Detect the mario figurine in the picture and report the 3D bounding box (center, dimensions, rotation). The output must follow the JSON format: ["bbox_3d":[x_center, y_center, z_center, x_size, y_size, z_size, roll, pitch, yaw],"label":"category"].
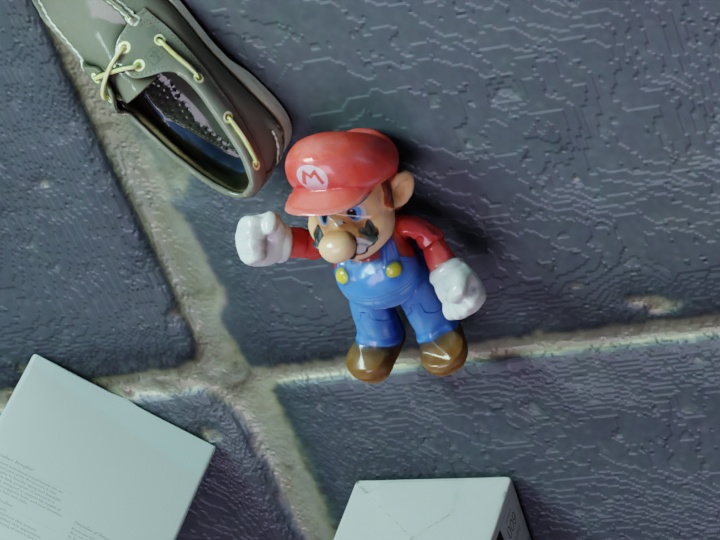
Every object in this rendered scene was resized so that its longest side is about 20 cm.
[{"bbox_3d":[0.000,0.000,1.603,0.123,0.106,0.201,-31,130,-8],"label":"mario figurine"}]

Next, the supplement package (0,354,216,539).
[{"bbox_3d":[-0.221,0.201,1.788,0.151,0.201,0.151,27,133,-4],"label":"supplement package"}]

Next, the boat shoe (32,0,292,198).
[{"bbox_3d":[-0.129,-0.125,1.580,0.201,0.060,0.072,40,130,-15],"label":"boat shoe"}]

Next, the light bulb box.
[{"bbox_3d":[0.052,0.283,1.763,0.124,0.199,0.201,-3,128,23],"label":"light bulb box"}]
